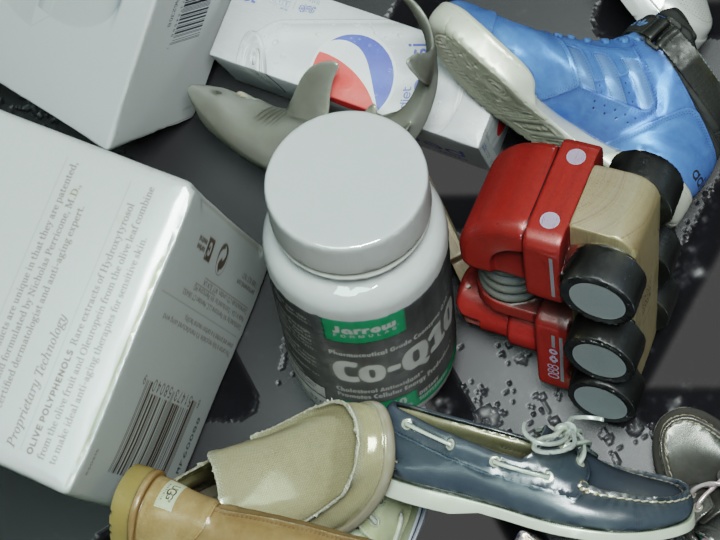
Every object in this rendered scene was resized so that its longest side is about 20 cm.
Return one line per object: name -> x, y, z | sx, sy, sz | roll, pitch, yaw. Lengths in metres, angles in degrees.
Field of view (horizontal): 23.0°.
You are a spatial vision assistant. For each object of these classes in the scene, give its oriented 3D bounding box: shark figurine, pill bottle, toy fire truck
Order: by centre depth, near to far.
pill bottle -> 0.000, 0.000, 1.072 | 0.112, 0.201, 0.114 | -3, 59, 5
toy fire truck -> 0.095, -0.021, 1.096 | 0.198, 0.177, 0.129 | 16, 60, 19
shark figurine -> -0.014, -0.078, 1.118 | 0.213, 0.129, 0.090 | -13, 32, 41

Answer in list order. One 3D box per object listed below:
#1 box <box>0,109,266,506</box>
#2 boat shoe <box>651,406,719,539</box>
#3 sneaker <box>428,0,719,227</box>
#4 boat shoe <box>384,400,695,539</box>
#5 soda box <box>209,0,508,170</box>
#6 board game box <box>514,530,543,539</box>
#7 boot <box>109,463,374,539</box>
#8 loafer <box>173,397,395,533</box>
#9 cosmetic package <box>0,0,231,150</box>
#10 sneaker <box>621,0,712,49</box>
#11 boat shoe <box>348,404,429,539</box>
box -> -0.186, 0.029, 1.128 | 0.170, 0.199, 0.202 | 20, 83, 15
boat shoe -> 0.239, 0.172, 1.085 | 0.066, 0.057, 0.202 | -27, 76, 6
sneaker -> 0.145, -0.128, 1.099 | 0.199, 0.077, 0.112 | 36, 80, 0
boat shoe -> 0.108, 0.120, 1.082 | 0.198, 0.075, 0.063 | 9, 100, 15
soda box -> 0.004, -0.134, 1.183 | 0.198, 0.068, 0.064 | 21, 85, 14
board game box -> 0.135, 0.282, 1.067 | 0.199, 0.097, 0.160 | 37, 89, 15
boot -> -0.053, 0.211, 1.063 | 0.198, 0.176, 0.066 | 16, 45, 18
loafer -> -0.059, 0.139, 1.106 | 0.199, 0.068, 0.076 | -35, 56, 34
cosmetic package -> -0.186, -0.223, 1.174 | 0.199, 0.123, 0.201 | 31, 116, 14
sneaker -> 0.200, -0.249, 1.140 | 0.115, 0.073, 0.202 | -34, 73, 34
boat shoe -> 0.004, 0.167, 1.133 | 0.071, 0.062, 0.202 | 8, 81, 13
